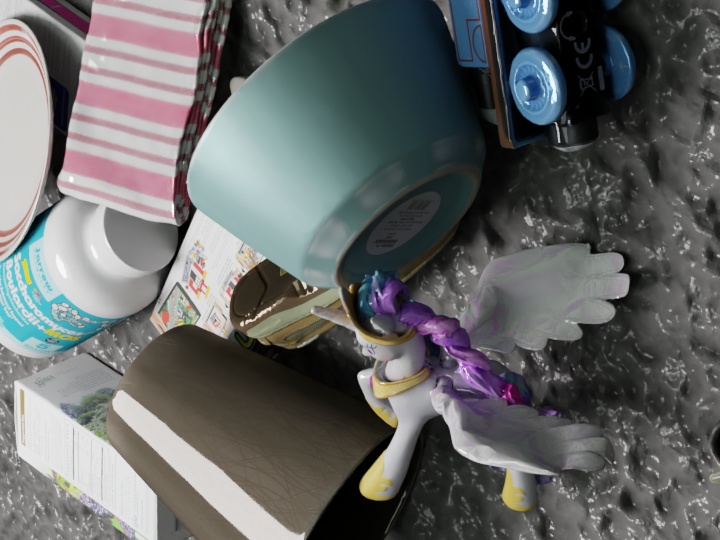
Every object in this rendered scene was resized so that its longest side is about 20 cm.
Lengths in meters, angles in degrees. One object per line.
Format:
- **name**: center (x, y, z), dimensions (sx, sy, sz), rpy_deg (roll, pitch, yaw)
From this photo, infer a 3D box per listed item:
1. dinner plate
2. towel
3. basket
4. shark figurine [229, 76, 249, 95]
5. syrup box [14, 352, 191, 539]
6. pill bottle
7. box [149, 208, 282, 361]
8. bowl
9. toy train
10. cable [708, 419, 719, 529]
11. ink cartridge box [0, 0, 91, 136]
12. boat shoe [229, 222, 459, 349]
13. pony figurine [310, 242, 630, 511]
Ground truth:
- **dinner plate**: center (-0.291, -0.106, 1.458), dimensions (0.199, 0.024, 0.203), rpy_deg (-6, 82, 55)
- **towel**: center (-0.168, -0.144, 1.336), dimensions (0.145, 0.030, 0.203), rpy_deg (14, 94, 42)
- **basket**: center (-0.081, 0.139, 1.302), dimensions (0.199, 0.136, 0.182), rpy_deg (32, 96, 25)
- **shark figurine**: center (-0.026, -0.118, 1.205), dimensions (0.214, 0.089, 0.129), rpy_deg (-37, 80, 50)
- **syrup box**: center (-0.209, 0.154, 1.520), dimensions (0.199, 0.078, 0.082), rpy_deg (26, 125, 38)
- **pill bottle**: center (-0.229, -0.004, 1.451), dimensions (0.199, 0.110, 0.112), rpy_deg (-27, 86, 49)
- **box**: center (-0.094, 0.008, 1.367), dimensions (0.110, 0.035, 0.201), rpy_deg (49, 135, 21)
- **bowl**: center (0.001, -0.065, 1.106), dimensions (0.105, 0.200, 0.201), rpy_deg (52, 136, 20)
- **toy train**: center (0.098, -0.171, 1.053), dimensions (0.114, 0.086, 0.202), rpy_deg (13, 117, 54)
- **cable**: center (0.279, 0.109, 1.020), dimensions (0.199, 0.050, 0.098), rpy_deg (-31, 66, 37)
- **ink cartridge box**: center (-0.269, -0.184, 1.476), dimensions (0.199, 0.037, 0.096), rpy_deg (34, 129, 30)
- **boat shoe**: center (0.000, 0.000, 1.245), dimensions (0.199, 0.076, 0.072), rpy_deg (-26, 45, 35)
- **pony figurine**: center (0.073, 0.077, 1.125), dimensions (0.190, 0.168, 0.201), rpy_deg (3, 143, 11)
